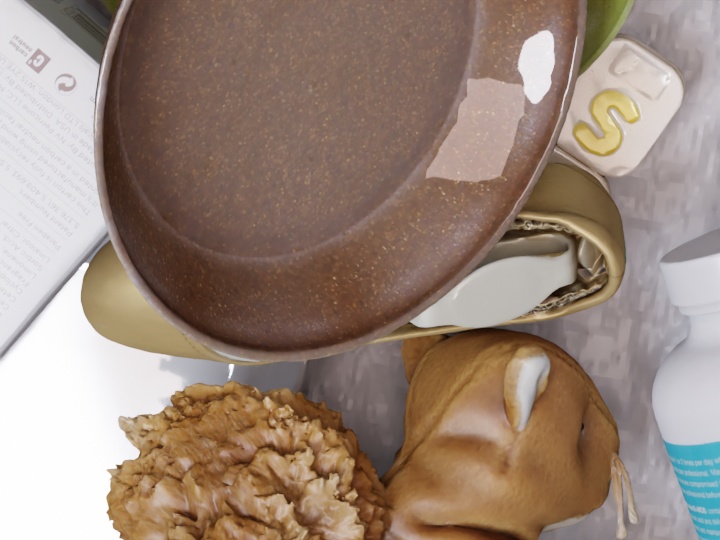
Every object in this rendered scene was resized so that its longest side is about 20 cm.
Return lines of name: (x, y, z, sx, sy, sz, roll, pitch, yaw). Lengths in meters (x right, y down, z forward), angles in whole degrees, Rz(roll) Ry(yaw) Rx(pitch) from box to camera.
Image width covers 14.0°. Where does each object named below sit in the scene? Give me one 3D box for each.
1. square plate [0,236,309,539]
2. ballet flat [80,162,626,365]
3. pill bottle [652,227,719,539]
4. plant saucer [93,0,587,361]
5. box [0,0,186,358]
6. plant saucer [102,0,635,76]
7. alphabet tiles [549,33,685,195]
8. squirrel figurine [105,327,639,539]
square plate: (-0.127, 0.063, 1.123, 0.200, 0.028, 0.198, 13, 97, 0)
ballet flat: (0.000, 0.000, 1.051, 0.200, 0.063, 0.069, -11, 121, -7)
pill bottle: (0.175, 0.078, 1.072, 0.111, 0.111, 0.200, -20, 97, 4)
plant saucer: (-0.012, -0.068, 0.971, 0.200, 0.037, 0.200, -19, 122, -33)
box: (-0.157, -0.009, 1.038, 0.097, 0.124, 0.200, 41, 96, -5)
plant saucer: (0.001, -0.126, 1.024, 0.200, 0.031, 0.200, 4, 136, 4)
alphabet tiles: (0.017, -0.087, 1.096, 0.200, 0.015, 0.196, 34, 103, -3)
squirrel figurine: (0.009, 0.104, 1.056, 0.200, 0.142, 0.187, 18, 90, -23)
